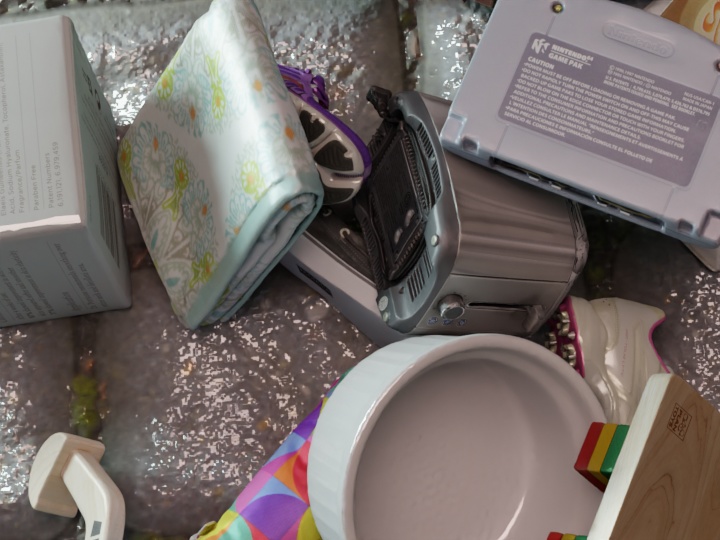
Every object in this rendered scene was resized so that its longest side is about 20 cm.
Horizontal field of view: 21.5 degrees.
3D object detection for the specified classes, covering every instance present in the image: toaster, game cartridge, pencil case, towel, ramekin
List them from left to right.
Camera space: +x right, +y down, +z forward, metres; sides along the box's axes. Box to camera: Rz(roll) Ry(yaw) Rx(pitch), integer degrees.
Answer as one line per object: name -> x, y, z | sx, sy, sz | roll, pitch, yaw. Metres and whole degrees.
towel -> -0.104, -0.073, 1.351 | 0.048, 0.200, 0.172 | -6, 63, -36
pencil case -> -0.041, 0.157, 1.307 | 0.088, 0.089, 0.200 | 40, 75, 18
ramekin -> 0.061, 0.137, 1.251 | 0.198, 0.098, 0.203 | -3, 97, -23
toaster -> 0.074, -0.040, 1.333 | 0.128, 0.114, 0.201 | 10, 43, -26
game cartridge -> 0.167, -0.108, 1.256 | 0.198, 0.041, 0.134 | 22, 80, 13

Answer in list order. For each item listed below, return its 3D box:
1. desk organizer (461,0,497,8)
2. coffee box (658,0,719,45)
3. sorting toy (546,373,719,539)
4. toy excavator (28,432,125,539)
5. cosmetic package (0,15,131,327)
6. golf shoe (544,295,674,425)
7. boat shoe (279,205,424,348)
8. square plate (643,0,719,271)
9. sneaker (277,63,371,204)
desk organizer -> 0.158, -0.282, 1.442 | 0.200, 0.072, 0.077 | -43, 43, -17
coffee box -> 0.292, -0.179, 1.329 | 0.114, 0.080, 0.200 | 39, 77, 16
sorting toy -> 0.198, 0.201, 1.226 | 0.069, 0.198, 0.201 | 0, 58, 49
toy excavator -> -0.171, 0.216, 1.271 | 0.194, 0.099, 0.202 | -1, 73, 51
cosmetic package -> -0.282, -0.061, 1.365 | 0.198, 0.168, 0.168 | -9, 69, 0
golf shoe -> 0.189, 0.111, 1.312 | 0.091, 0.075, 0.202 | -5, 76, -16
boat shoe -> 0.000, 0.000, 1.373 | 0.200, 0.069, 0.057 | 39, 76, 19
square plate -> 0.271, -0.131, 1.422 | 0.200, 0.028, 0.198 | -39, 71, -11
sneaker -> -0.048, -0.118, 1.386 | 0.083, 0.081, 0.200 | -20, 37, -27
